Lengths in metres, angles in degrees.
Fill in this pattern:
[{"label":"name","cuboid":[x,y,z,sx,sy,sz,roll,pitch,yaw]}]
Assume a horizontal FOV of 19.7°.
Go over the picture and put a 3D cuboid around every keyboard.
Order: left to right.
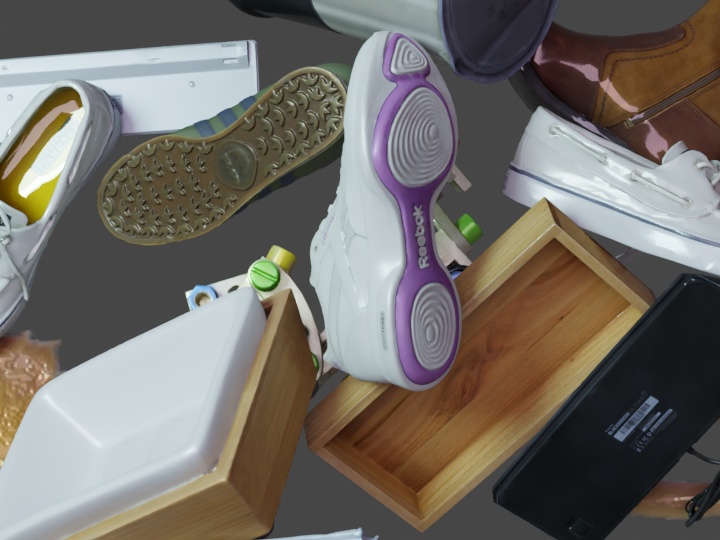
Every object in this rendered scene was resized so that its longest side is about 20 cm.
[{"label":"keyboard","cuboid":[-0.164,-0.113,1.329,0.199,0.011,0.057,-4,87,5]},{"label":"keyboard","cuboid":[0.181,0.095,1.218,0.127,0.021,0.200,32,117,-14]}]

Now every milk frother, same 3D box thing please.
[{"label":"milk frother","cuboid":[-0.002,-0.224,1.196,0.188,0.200,0.181,20,95,37]}]

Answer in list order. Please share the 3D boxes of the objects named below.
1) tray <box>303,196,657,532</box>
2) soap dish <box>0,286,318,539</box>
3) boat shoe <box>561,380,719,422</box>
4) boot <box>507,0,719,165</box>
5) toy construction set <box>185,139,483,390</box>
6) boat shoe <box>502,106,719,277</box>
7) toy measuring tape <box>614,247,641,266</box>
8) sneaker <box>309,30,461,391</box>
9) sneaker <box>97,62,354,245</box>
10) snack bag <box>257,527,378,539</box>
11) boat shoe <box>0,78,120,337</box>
[{"label":"tray","cuboid":[0.071,0.058,1.216,0.099,0.037,0.200,38,110,-26]},{"label":"soap dish","cuboid":[-0.120,0.108,1.195,0.200,0.158,0.081,-27,119,31]},{"label":"boat shoe","cuboid":[0.216,0.055,1.240,0.199,0.074,0.067,-21,105,9]},{"label":"boot","cuboid":[0.193,-0.151,1.273,0.200,0.068,0.189,-37,80,-2]},{"label":"toy construction set","cuboid":[0.000,0.000,1.262,0.200,0.092,0.131,-44,80,9]},{"label":"boat shoe","cuboid":[0.183,-0.042,1.204,0.199,0.072,0.066,22,99,22]},{"label":"toy measuring tape","cuboid":[0.221,-0.016,1.255,0.200,0.074,0.074,-38,80,8]},{"label":"sneaker","cuboid":[0.003,-0.034,1.166,0.099,0.075,0.201,0,91,48]},{"label":"sneaker","cuboid":[-0.064,-0.073,1.284,0.200,0.090,0.067,-26,88,32]},{"label":"snack bag","cuboid":[-0.075,0.211,1.192,0.199,0.189,0.021,-6,51,8]},{"label":"boat shoe","cuboid":[-0.222,-0.032,1.280,0.075,0.086,0.202,36,91,10]}]
